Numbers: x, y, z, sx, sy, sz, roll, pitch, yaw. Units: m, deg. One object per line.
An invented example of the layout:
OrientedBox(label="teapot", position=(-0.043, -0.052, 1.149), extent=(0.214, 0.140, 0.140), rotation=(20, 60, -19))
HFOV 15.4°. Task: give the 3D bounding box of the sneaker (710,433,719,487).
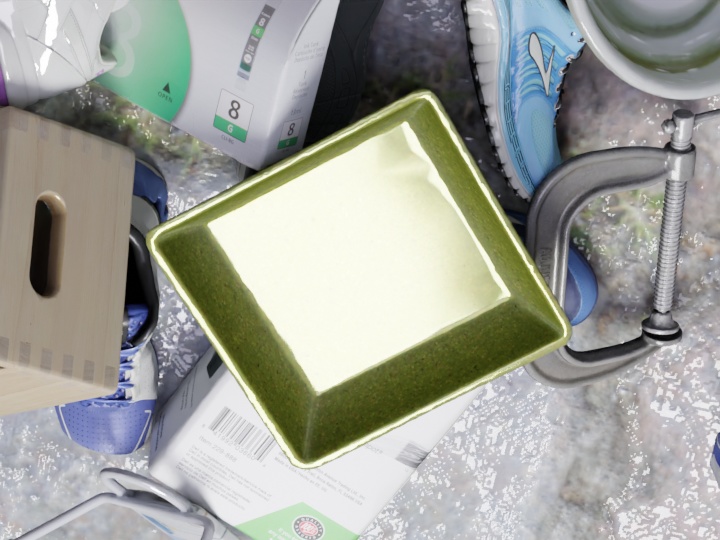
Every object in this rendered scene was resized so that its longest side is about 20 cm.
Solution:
OrientedBox(label="sneaker", position=(0.336, 0.106, 1.773), extent=(0.199, 0.081, 0.116), rotation=(7, 111, -11))

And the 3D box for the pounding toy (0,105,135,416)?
OrientedBox(label="pounding toy", position=(-0.254, -0.023, 1.644), extent=(0.184, 0.201, 0.142), rotation=(-13, 158, 43))

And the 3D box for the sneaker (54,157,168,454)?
OrientedBox(label="sneaker", position=(-0.169, 0.037, 1.724), extent=(0.080, 0.115, 0.200), rotation=(6, 115, -2))

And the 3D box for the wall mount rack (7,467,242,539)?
OrientedBox(label="wall mount rack", position=(-0.141, 0.199, 1.796), extent=(0.173, 0.075, 0.200), rotation=(8, 156, 37))

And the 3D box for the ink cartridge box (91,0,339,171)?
OrientedBox(label="ink cartridge box", position=(-0.087, -0.183, 1.616), extent=(0.161, 0.050, 0.201), rotation=(29, 120, 27))

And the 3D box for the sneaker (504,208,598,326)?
OrientedBox(label="sneaker", position=(0.067, -0.011, 1.719), extent=(0.200, 0.082, 0.074), rotation=(29, 111, -16))

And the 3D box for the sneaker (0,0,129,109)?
OrientedBox(label="sneaker", position=(-0.190, -0.195, 1.590), extent=(0.099, 0.075, 0.201), rotation=(-16, 128, -18))

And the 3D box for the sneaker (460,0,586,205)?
OrientedBox(label="sneaker", position=(0.114, -0.132, 1.667), extent=(0.090, 0.078, 0.201), rotation=(-11, 115, 1))

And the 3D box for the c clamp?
OrientedBox(label="c clamp", position=(0.179, -0.013, 1.718), extent=(0.170, 0.027, 0.201), rotation=(-7, 121, -25))

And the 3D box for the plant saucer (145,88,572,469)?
OrientedBox(label="plant saucer", position=(0.000, 0.000, 1.645), extent=(0.199, 0.048, 0.200), rotation=(-27, 116, 11))

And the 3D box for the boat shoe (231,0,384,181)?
OrientedBox(label="boat shoe", position=(-0.038, -0.144, 1.673), extent=(0.074, 0.065, 0.203), rotation=(-6, 126, -38))

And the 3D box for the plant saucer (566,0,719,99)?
OrientedBox(label="plant saucer", position=(0.190, -0.205, 1.619), extent=(0.199, 0.050, 0.201), rotation=(-5, 100, -31))

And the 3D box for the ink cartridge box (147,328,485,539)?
OrientedBox(label="ink cartridge box", position=(-0.024, 0.081, 1.761), extent=(0.146, 0.084, 0.200), rotation=(34, 110, -15))
